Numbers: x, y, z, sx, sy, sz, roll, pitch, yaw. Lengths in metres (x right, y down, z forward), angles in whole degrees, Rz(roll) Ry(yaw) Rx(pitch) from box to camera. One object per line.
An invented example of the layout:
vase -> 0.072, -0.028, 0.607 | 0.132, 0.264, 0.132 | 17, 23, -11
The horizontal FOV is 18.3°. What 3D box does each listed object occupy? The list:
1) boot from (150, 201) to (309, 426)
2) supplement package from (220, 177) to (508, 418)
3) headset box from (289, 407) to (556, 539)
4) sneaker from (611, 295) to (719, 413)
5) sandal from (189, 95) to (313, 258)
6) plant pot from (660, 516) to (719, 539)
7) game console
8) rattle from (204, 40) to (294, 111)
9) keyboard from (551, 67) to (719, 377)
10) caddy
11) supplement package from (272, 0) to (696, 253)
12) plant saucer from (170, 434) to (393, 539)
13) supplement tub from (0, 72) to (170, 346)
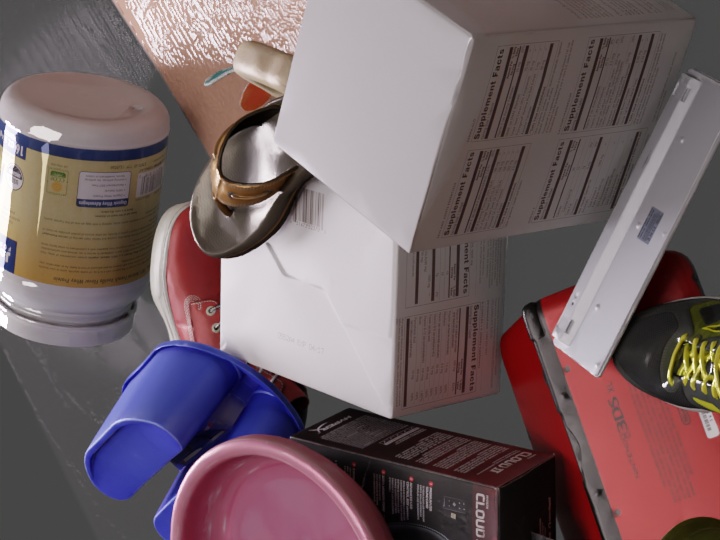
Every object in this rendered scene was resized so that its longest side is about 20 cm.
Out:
boot -> -0.096, 0.047, 1.779 | 0.144, 0.072, 0.201 | 12, 115, 48
supplement package -> 0.000, 0.000, 1.620 | 0.199, 0.110, 0.157 | 18, 111, 46
headset box -> 0.051, 0.191, 1.538 | 0.199, 0.077, 0.150 | 9, 110, 36
sneaker -> 0.232, 0.055, 1.359 | 0.199, 0.084, 0.075 | 9, 90, 39
sandal -> -0.068, -0.075, 1.557 | 0.200, 0.054, 0.082 | -33, 68, 45
plant pot -> 0.285, 0.239, 1.297 | 0.189, 0.200, 0.202 | -9, 91, 37
game console -> 0.184, 0.108, 1.498 | 0.172, 0.119, 0.201 | -22, 80, 18
rattle -> -0.033, -0.176, 1.659 | 0.200, 0.129, 0.144 | -146, 65, -72
keyboard -> 0.181, -0.031, 1.419 | 0.056, 0.011, 0.201 | 37, 105, 49
caddy -> -0.124, 0.129, 1.719 | 0.141, 0.105, 0.200 | 37, 148, -7
supplement package -> 0.078, -0.123, 1.432 | 0.152, 0.199, 0.151 | 40, 126, 38
plant saucer -> -0.044, 0.206, 1.538 | 0.200, 0.051, 0.202 | 14, 113, 35
supplement tub -> -0.239, -0.051, 1.868 | 0.144, 0.144, 0.201 | 30, 120, 42
